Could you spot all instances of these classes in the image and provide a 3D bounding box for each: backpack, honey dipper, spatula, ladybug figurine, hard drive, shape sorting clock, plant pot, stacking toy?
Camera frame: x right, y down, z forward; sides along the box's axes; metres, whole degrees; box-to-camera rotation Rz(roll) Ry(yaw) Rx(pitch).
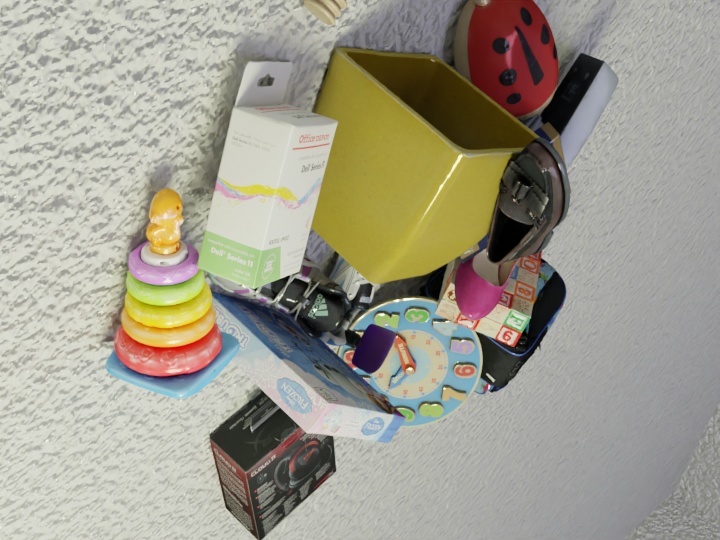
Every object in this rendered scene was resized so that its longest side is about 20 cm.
[{"bbox_3d":[0.187,0.050,1.700,0.200,0.182,0.135,-44,163,-42],"label":"backpack"},{"bbox_3d":[0.016,-0.326,1.152,0.201,0.038,0.038,-55,153,-6],"label":"honey dipper"},{"bbox_3d":[-0.005,0.087,1.465,0.057,0.020,0.200,-63,-164,-4],"label":"spatula"},{"bbox_3d":[0.178,-0.250,1.411,0.136,0.072,0.200,-50,140,-7],"label":"ladybug figurine"},{"bbox_3d":[0.269,-0.191,1.608,0.201,0.042,0.135,-59,-168,11],"label":"hard drive"},{"bbox_3d":[0.066,0.127,1.611,0.039,0.198,0.202,-87,-162,-64],"label":"shape sorting clock"},{"bbox_3d":[0.049,-0.100,1.298,0.194,0.194,0.201,-9,134,-53],"label":"plant pot"},{"bbox_3d":[-0.188,0.012,1.162,0.116,0.109,0.202,-44,144,-49],"label":"stacking toy"}]

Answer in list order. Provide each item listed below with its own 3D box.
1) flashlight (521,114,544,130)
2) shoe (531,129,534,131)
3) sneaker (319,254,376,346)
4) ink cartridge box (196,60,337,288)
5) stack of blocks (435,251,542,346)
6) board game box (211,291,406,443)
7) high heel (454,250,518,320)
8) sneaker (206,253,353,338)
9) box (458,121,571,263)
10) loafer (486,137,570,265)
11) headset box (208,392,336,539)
[{"bbox_3d":[0.168,-0.123,1.568,0.068,0.068,0.200,44,87,-18],"label":"flashlight"},{"bbox_3d":[0.128,-0.133,1.461,0.198,0.072,0.092,-3,129,-30],"label":"shoe"},{"bbox_3d":[0.000,0.000,1.453,0.072,0.072,0.202,7,114,-57],"label":"sneaker"},{"bbox_3d":[-0.083,-0.095,1.157,0.117,0.067,0.203,-25,132,-67],"label":"ink cartridge box"},{"bbox_3d":[0.178,-0.005,1.609,0.201,0.114,0.059,-70,-177,-48],"label":"stack of blocks"},{"bbox_3d":[-0.067,0.109,1.334,0.044,0.200,0.198,-54,153,8],"label":"board game box"},{"bbox_3d":[0.179,-0.025,1.505,0.201,0.067,0.096,-54,180,-42],"label":"high heel"},{"bbox_3d":[-0.069,0.023,1.295,0.078,0.139,0.199,-58,152,11],"label":"sneaker"},{"bbox_3d":[0.161,-0.083,1.455,0.199,0.033,0.122,-32,145,-2],"label":"box"},{"bbox_3d":[0.170,-0.061,1.252,0.063,0.072,0.201,-32,158,-14],"label":"loafer"},{"bbox_3d":[-0.109,0.232,1.542,0.148,0.075,0.201,-39,149,-25],"label":"headset box"}]
